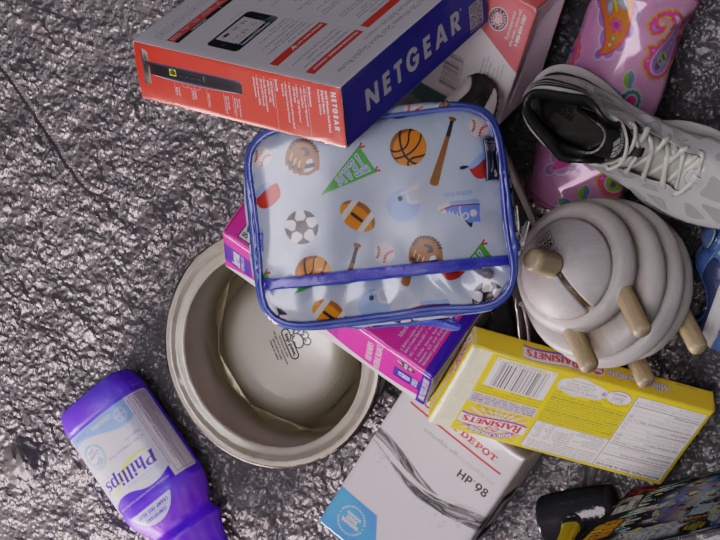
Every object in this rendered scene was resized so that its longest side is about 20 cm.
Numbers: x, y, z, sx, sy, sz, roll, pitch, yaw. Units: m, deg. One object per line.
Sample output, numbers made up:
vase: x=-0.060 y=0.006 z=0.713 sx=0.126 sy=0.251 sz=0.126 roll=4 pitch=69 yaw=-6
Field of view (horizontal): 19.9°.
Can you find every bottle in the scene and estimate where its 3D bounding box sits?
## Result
bottle: x=-0.178 y=0.187 z=1.800 sx=0.083 sy=0.065 sz=0.201 roll=-37 pitch=83 yaw=24

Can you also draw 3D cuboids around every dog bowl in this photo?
dog bowl: x=-0.061 y=0.060 z=1.722 sx=0.198 sy=0.074 sz=0.202 roll=4 pitch=100 yaw=23

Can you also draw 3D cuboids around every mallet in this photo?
mallet: x=0.161 y=0.219 z=1.586 sx=0.065 sy=0.200 sz=0.042 roll=-15 pitch=104 yaw=15

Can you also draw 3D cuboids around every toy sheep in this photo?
toy sheep: x=0.181 y=0.010 z=1.519 sx=0.137 sy=0.200 sz=0.139 roll=-8 pitch=74 yaw=30

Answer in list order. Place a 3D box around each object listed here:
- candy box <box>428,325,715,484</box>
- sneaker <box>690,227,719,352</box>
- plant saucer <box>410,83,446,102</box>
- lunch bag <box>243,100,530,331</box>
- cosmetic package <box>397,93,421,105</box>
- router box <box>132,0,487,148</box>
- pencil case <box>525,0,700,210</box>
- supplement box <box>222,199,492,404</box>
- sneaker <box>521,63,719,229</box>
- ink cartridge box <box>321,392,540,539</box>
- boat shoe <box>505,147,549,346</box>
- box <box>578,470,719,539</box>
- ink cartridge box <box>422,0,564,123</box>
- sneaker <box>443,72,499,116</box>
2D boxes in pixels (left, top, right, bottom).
candy box: x=0.162 y=0.105 z=1.586 sx=0.198 sy=0.027 sz=0.103 roll=16 pitch=139 yaw=-11
sneaker: x=0.292 y=-0.027 z=1.552 sx=0.082 sy=0.074 sz=0.202 roll=13 pitch=103 yaw=23
plant saucer: x=0.024 y=-0.186 z=1.667 sx=0.198 sy=0.027 sz=0.202 roll=4 pitch=101 yaw=22
lunch bag: x=0.019 y=-0.034 z=1.453 sx=0.198 sy=0.076 sz=0.162 roll=-5 pitch=90 yaw=1
cosmetic package: x=-0.005 y=-0.122 z=1.596 sx=0.199 sy=0.083 sz=0.051 roll=37 pitch=124 yaw=-14
router box: x=-0.034 y=-0.172 z=1.477 sx=0.178 sy=0.200 sz=0.049 roll=16 pitch=130 yaw=30
pencil case: x=0.192 y=-0.134 z=1.573 sx=0.087 sy=0.087 sz=0.202 roll=24 pitch=109 yaw=18
supplement box: x=0.000 y=0.000 z=1.599 sx=0.199 sy=0.101 sz=0.104 roll=36 pitch=77 yaw=8
sneaker: x=0.199 y=-0.077 z=1.477 sx=0.199 sy=0.115 sz=0.076 roll=28 pitch=110 yaw=8
ink cartridge box: x=0.069 y=0.156 z=1.676 sx=0.116 sy=0.067 sz=0.201 roll=37 pitch=111 yaw=14
boat shoe: x=0.116 y=-0.017 z=1.605 sx=0.057 sy=0.067 sz=0.201 roll=-22 pitch=111 yaw=5
box: x=0.241 y=0.194 z=1.542 sx=0.136 sy=0.200 sz=0.040 roll=-16 pitch=93 yaw=24
ink cartridge box: x=0.051 y=-0.215 z=1.577 sx=0.199 sy=0.067 sz=0.117 roll=31 pitch=135 yaw=15
sneaker: x=0.023 y=-0.078 z=1.520 sx=0.080 sy=0.074 sz=0.200 roll=43 pitch=81 yaw=-2
